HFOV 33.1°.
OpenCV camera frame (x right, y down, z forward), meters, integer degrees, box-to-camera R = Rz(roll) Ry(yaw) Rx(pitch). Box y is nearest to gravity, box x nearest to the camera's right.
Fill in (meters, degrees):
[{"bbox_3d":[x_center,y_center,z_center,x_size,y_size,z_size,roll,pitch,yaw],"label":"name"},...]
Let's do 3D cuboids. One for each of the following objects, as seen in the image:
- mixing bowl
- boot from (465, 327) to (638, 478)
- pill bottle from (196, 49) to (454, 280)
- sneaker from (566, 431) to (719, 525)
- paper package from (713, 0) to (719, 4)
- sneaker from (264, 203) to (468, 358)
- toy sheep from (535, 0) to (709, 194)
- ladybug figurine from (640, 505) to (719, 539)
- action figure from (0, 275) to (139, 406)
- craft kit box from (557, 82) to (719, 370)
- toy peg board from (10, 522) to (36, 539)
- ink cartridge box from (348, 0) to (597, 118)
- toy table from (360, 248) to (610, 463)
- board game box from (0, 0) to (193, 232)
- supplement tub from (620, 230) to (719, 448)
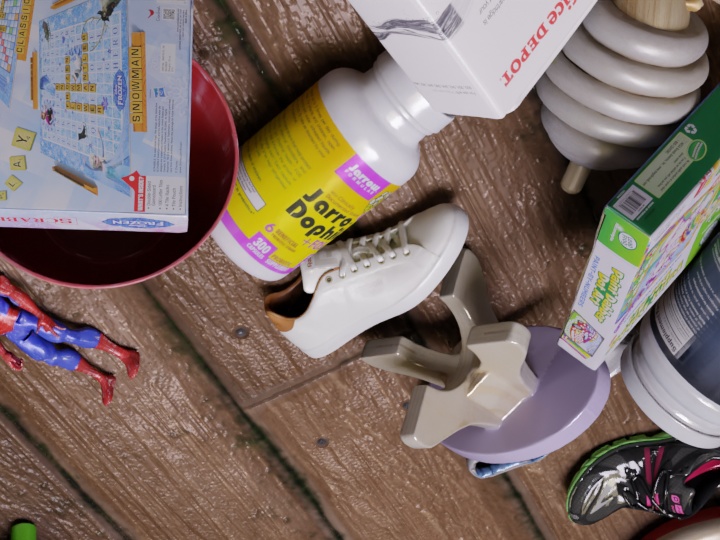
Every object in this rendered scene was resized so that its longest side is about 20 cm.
[{"bbox_3d":[-0.192,-0.069,0.905,0.199,0.201,0.108,0,164,-8],"label":"mixing bowl"},{"bbox_3d":[0.183,0.128,1.145,0.200,0.096,0.074,-31,125,15],"label":"boot"},{"bbox_3d":[-0.026,-0.087,0.946,0.200,0.104,0.104,-38,123,20],"label":"pill bottle"},{"bbox_3d":[0.303,0.214,1.236,0.199,0.084,0.077,-24,126,11],"label":"sneaker"},{"bbox_3d":[0.261,-0.243,0.811,0.199,0.191,0.104,22,122,-24],"label":"paper package"},{"bbox_3d":[0.000,0.000,1.036,0.200,0.073,0.085,-37,126,21],"label":"sneaker"},{"bbox_3d":[0.193,-0.145,0.914,0.137,0.138,0.201,4,127,-11],"label":"toy sheep"},{"bbox_3d":[0.376,0.314,1.330,0.199,0.072,0.136,-19,127,6],"label":"ladybug figurine"},{"bbox_3d":[-0.289,0.052,1.055,0.200,0.052,0.065,34,120,-26],"label":"action figure"},{"bbox_3d":[0.242,-0.043,0.945,0.200,0.048,0.198,-44,161,-24],"label":"craft kit box"},{"bbox_3d":[-0.383,0.352,1.257,0.199,0.098,0.199,-14,144,4],"label":"toy peg board"},{"bbox_3d":[0.061,-0.224,0.822,0.146,0.084,0.200,-52,123,-16],"label":"ink cartridge box"},{"bbox_3d":[0.103,0.086,1.063,0.200,0.184,0.117,-23,135,39],"label":"toy table"},{"bbox_3d":[-0.217,-0.129,0.840,0.199,0.201,0.041,2,164,-9],"label":"board game box"},{"bbox_3d":[0.334,0.046,1.051,0.140,0.141,0.200,19,128,-21],"label":"supplement tub"}]
